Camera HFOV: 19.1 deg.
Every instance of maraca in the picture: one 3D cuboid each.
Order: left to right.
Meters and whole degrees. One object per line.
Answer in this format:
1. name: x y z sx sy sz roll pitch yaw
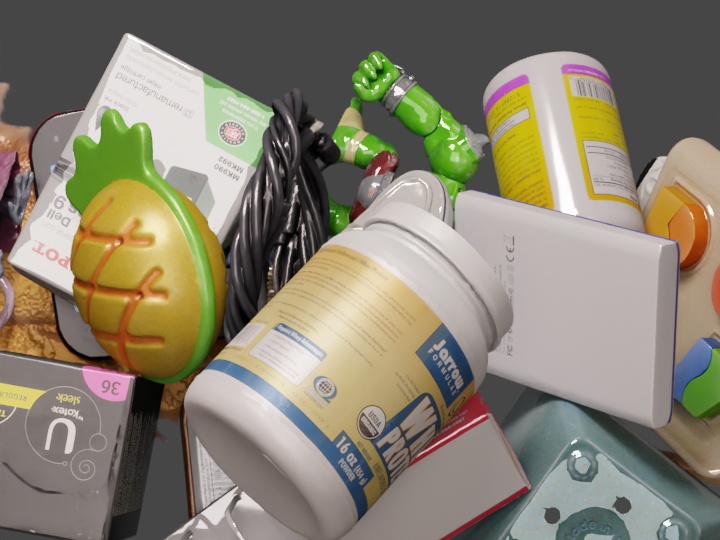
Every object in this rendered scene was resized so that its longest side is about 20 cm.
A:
1. maraca: -0.160 -0.016 1.554 0.106 0.137 0.202 -10 75 -45

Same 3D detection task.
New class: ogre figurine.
1. ogre figurine: 0.023 -0.054 1.675 0.119 0.098 0.202 21 80 10

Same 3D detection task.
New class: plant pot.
1. plant pot: 0.164 0.201 1.598 0.195 0.200 0.197 37 86 4

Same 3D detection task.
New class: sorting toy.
1. sorting toy: 0.253 0.025 1.609 0.185 0.036 0.201 46 118 44

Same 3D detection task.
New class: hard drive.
1. hard drive: 0.145 0.025 1.553 0.025 0.199 0.133 -13 111 -40

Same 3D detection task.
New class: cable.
1. cable: -0.055 -0.028 1.560 0.050 0.164 0.202 11 66 10

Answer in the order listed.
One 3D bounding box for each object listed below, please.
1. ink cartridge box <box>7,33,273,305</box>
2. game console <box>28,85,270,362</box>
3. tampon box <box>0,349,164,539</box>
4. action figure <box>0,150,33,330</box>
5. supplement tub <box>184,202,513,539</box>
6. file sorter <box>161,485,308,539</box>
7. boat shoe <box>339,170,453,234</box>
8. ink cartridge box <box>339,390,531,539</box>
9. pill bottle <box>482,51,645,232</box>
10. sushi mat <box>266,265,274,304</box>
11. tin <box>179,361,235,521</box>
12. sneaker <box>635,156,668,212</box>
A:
1. ink cartridge box: -0.162 -0.057 1.657 0.145 0.084 0.201 27 84 1
2. game console: -0.166 -0.037 1.709 0.175 0.031 0.202 -10 85 0
3. tampon box: -0.238 0.130 1.610 0.148 0.200 0.128 9 85 1
4. action figure: -0.358 -0.054 1.697 0.198 0.134 0.150 12 128 14
5. supplement tub: -0.005 0.066 1.443 0.145 0.145 0.200 42 70 4
6. file sorter: -0.097 0.254 1.601 0.199 0.125 0.139 -36 91 2
7. boat shoe: 0.000 0.000 1.564 0.072 0.066 0.201 28 70 27
8. ink cartridge box: 0.017 0.115 1.570 0.144 0.200 0.085 -31 124 0
9. pill bottle: 0.159 -0.059 1.639 0.103 0.104 0.202 -9 63 0
10. sushi mat: 0.023 0.039 1.673 0.198 0.096 0.012 5 45 1
11. tin: -0.085 0.163 1.687 0.111 0.042 0.202 -7 85 4
12. sneaker: 0.314 -0.005 1.686 0.081 0.145 0.201 -58 44 29
